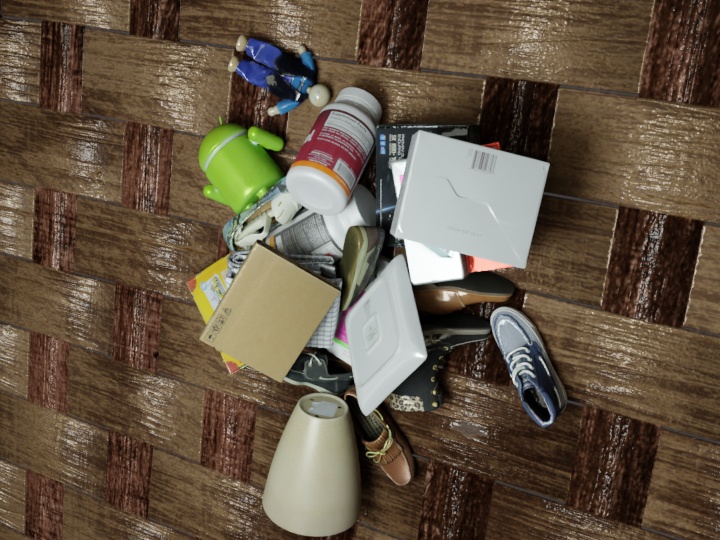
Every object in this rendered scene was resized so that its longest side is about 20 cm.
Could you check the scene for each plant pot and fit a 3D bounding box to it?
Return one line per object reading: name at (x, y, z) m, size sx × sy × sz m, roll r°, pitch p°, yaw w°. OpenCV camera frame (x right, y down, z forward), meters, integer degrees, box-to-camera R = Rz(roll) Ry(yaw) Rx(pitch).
plant pot at (-0.076, 0.332, 1.451) m, size 0.184 × 0.187 × 0.204 m, roll 16°, pitch 111°, yaw 21°

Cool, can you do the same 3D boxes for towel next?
towel at (-0.133, 0.046, 1.406) m, size 0.195 × 0.087 × 0.168 m, roll 2°, pitch 134°, yaw -4°

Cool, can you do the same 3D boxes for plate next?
plate at (0.029, 0.105, 1.336) m, size 0.200 × 0.032 × 0.203 m, roll -51°, pitch 39°, yaw 43°

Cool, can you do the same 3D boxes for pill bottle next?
pill bottle at (-0.063, -0.065, 1.432) m, size 0.197 × 0.116 × 0.118 m, roll -26°, pitch 88°, yaw 26°
pill bottle at (-0.038, -0.203, 1.355) m, size 0.111 × 0.114 × 0.203 m, roll 14°, pitch 61°, yaw 21°

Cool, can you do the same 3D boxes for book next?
book at (0.026, 0.079, 1.455) m, size 0.132 × 0.048 × 0.204 m, roll 25°, pitch 106°, yaw 20°

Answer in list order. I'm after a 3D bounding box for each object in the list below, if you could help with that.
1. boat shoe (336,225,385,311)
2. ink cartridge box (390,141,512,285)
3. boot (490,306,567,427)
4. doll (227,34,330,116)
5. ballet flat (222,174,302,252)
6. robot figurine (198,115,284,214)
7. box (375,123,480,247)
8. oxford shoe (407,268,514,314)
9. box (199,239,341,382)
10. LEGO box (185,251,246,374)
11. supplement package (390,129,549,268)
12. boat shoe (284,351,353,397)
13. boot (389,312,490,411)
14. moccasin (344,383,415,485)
boat shoe at (0.000, -0.001, 1.378) m, size 0.203 × 0.065 × 0.073 m, roll 105°, pitch 152°, yaw -49°
ink cartridge box at (0.148, -0.088, 1.278) m, size 0.170 × 0.043 × 0.205 m, roll -8°, pitch 95°, yaw 25°
boot at (0.272, 0.154, 1.326) m, size 0.072 × 0.090 × 0.202 m, roll -36°, pitch 83°, yaw 25°
doll at (-0.141, -0.346, 1.460) m, size 0.197 × 0.048 × 0.139 m, roll 27°, pitch 99°, yaw 12°
ballet flat at (-0.155, -0.093, 1.404) m, size 0.199 × 0.074 × 0.075 m, roll -36°, pitch 83°, yaw 20°
robot figurine at (-0.218, -0.183, 1.485) m, size 0.201 × 0.115 × 0.176 m, roll 50°, pitch 119°, yaw 10°
box at (0.113, -0.142, 1.355) m, size 0.160 × 0.086 × 0.205 m, roll 5°, pitch 100°, yaw 23°
oxford shoe at (0.161, 0.040, 1.370) m, size 0.195 × 0.072 × 0.073 m, roll 2°, pitch 119°, yaw 10°
box at (-0.150, 0.071, 1.335) m, size 0.162 × 0.021 × 0.202 m, roll 29°, pitch 108°, yaw -15°
LEGO box at (-0.222, 0.071, 1.549) m, size 0.147 × 0.077 × 0.203 m, roll -29°, pitch 86°, yaw 26°
supplement package at (0.157, -0.106, 1.201) m, size 0.196 × 0.111 × 0.159 m, roll 13°, pitch 95°, yaw -4°
boat shoe at (-0.091, 0.169, 1.454) m, size 0.068 × 0.198 × 0.072 m, roll -47°, pitch 40°, yaw 22°
boot at (0.129, 0.159, 1.396) m, size 0.195 × 0.073 × 0.154 m, roll -6°, pitch 107°, yaw 1°
moccasin at (0.033, 0.300, 1.465) m, size 0.073 × 0.078 × 0.204 m, roll -25°, pitch 93°, yaw 23°
